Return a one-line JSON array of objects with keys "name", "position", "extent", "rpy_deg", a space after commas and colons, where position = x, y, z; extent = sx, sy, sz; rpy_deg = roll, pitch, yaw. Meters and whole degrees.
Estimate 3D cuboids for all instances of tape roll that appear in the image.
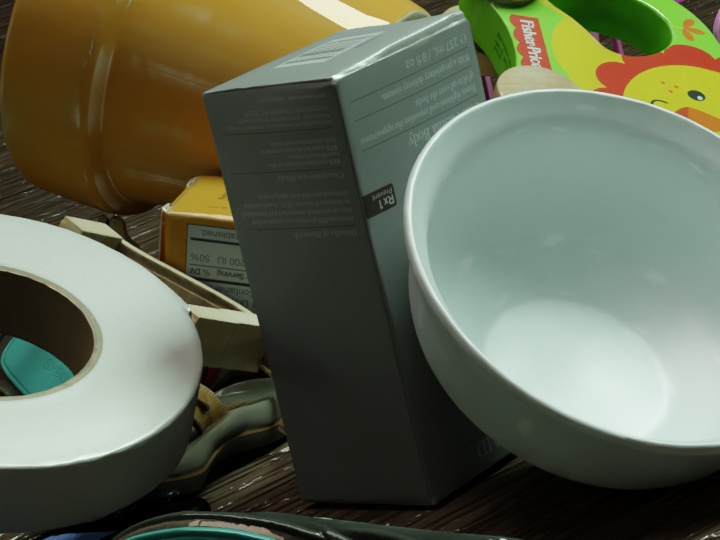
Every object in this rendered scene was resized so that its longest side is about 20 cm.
[{"name": "tape roll", "position": [-0.168, 0.041, 1.315], "extent": [0.201, 0.037, 0.203], "rpy_deg": [8, 32, -5]}]

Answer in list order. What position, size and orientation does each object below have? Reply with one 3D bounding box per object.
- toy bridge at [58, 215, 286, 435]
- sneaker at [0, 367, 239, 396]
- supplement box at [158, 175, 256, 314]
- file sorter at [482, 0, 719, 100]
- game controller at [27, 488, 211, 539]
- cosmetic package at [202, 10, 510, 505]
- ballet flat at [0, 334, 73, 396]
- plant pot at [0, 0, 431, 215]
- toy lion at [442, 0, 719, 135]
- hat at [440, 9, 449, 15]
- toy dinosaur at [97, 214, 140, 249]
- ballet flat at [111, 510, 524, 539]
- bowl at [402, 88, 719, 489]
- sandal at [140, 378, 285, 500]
[{"name": "toy bridge", "position": [-0.067, 0.033, 1.458], "extent": [0.200, 0.027, 0.067], "rpy_deg": [34, 13, 35]}, {"name": "sneaker", "position": [-0.138, 0.041, 1.625], "extent": [0.199, 0.078, 0.082], "rpy_deg": [6, 15, 37]}, {"name": "supplement box", "position": [0.000, 0.000, 1.520], "extent": [0.199, 0.069, 0.067], "rpy_deg": [9, 19, 11]}, {"name": "file sorter", "position": [0.185, -0.109, 1.777], "extent": [0.199, 0.126, 0.139], "rpy_deg": [0, 18, 46]}, {"name": "game controller", "position": [-0.159, 0.139, 1.268], "extent": [0.199, 0.042, 0.104], "rpy_deg": [-22, 15, -34]}, {"name": "cosmetic package", "position": [0.011, -0.003, 1.347], "extent": [0.090, 0.201, 0.107], "rpy_deg": [-5, 18, 40]}, {"name": "ballet flat", "position": [-0.166, 0.043, 1.548], "extent": [0.070, 0.071, 0.200], "rpy_deg": [-19, 34, -24]}, {"name": "plant pot", "position": [-0.065, -0.109, 1.616], "extent": [0.182, 0.201, 0.200], "rpy_deg": [22, 27, 21]}, {"name": "toy lion", "position": [0.144, -0.082, 1.489], "extent": [0.190, 0.069, 0.201], "rpy_deg": [6, 37, -13]}, {"name": "hat", "position": [0.030, -0.050, 1.767], "extent": [0.081, 0.201, 0.201], "rpy_deg": [35, 27, 8]}, {"name": "toy dinosaur", "position": [-0.149, 0.011, 1.715], "extent": [0.101, 0.059, 0.200], "rpy_deg": [14, -10, 10]}, {"name": "ballet flat", "position": [-0.002, 0.125, 1.130], "extent": [0.199, 0.068, 0.068], "rpy_deg": [4, 9, 25]}, {"name": "bowl", "position": [0.101, 0.023, 1.288], "extent": [0.200, 0.091, 0.202], "rpy_deg": [11, 46, -12]}, {"name": "sandal", "position": [-0.093, 0.071, 1.428], "extent": [0.081, 0.055, 0.200], "rpy_deg": [-4, 10, 33]}]
